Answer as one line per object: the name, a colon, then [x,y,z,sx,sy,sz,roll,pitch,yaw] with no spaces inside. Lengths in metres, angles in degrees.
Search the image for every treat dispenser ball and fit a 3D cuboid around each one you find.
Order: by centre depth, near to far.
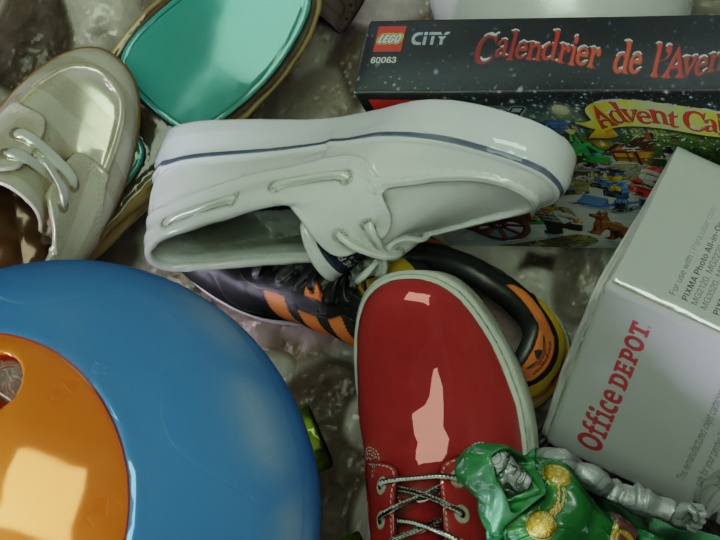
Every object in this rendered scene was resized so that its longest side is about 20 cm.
treat dispenser ball: [-0.115,0.096,1.140,0.200,0.201,0.202,-1,80,6]

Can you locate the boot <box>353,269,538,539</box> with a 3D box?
boot: [0.027,0.108,1.175,0.072,0.144,0.201,-7,102,18]

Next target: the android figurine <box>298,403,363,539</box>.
android figurine: [-0.096,0.138,1.252,0.199,0.041,0.183,-25,78,0]

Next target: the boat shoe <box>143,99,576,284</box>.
boat shoe: [-0.003,-0.026,1.223,0.199,0.074,0.066,-4,60,33]

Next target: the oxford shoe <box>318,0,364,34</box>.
oxford shoe: [-0.089,-0.161,1.331,0.199,0.071,0.073,14,86,8]

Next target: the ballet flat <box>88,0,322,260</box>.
ballet flat: [-0.097,-0.070,1.314,0.200,0.063,0.069,-42,85,2]

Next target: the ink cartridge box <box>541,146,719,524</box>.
ink cartridge box: [0.191,0.052,1.212,0.199,0.145,0.084,26,59,7]

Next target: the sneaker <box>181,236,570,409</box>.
sneaker: [0.000,0.000,1.280,0.199,0.090,0.070,23,83,9]

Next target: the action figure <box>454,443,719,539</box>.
action figure: [0.116,0.129,1.180,0.200,0.055,0.119,34,51,-21]

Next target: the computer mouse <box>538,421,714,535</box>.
computer mouse: [0.110,0.160,1.262,0.140,0.046,0.201,-32,78,-1]

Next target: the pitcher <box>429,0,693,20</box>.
pitcher: [0.111,-0.174,1.297,0.171,0.121,0.201,1,70,-11]

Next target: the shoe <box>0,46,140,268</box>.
shoe: [-0.153,-0.008,1.245,0.070,0.053,0.201,32,82,-12]

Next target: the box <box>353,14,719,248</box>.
box: [0.113,-0.056,1.229,0.199,0.137,0.038,1,63,23]
